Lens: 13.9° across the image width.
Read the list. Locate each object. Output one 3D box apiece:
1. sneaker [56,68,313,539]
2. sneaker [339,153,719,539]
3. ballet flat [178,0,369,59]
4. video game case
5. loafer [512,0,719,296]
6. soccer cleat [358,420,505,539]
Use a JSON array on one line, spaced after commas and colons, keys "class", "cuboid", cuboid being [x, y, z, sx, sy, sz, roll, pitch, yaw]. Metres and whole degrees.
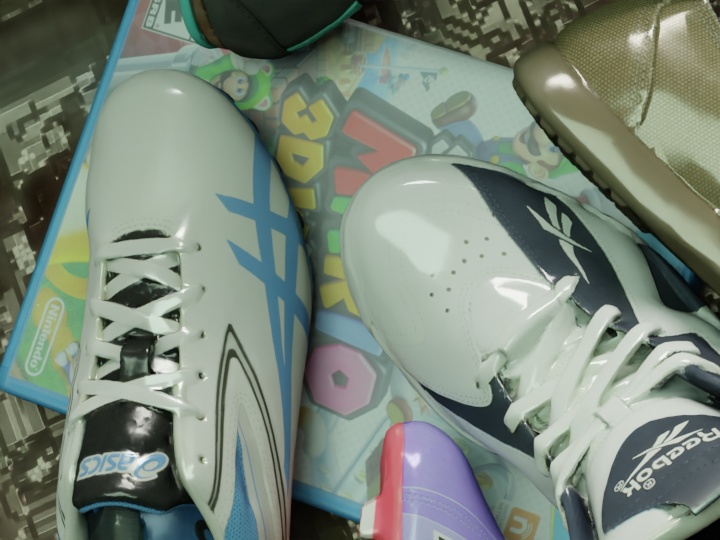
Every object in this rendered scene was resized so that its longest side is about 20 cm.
[{"class": "sneaker", "cuboid": [-0.055, 0.036, 0.859, 0.071, 0.072, 0.201, -6, 79, 18]}, {"class": "sneaker", "cuboid": [0.071, 0.039, 0.788, 0.079, 0.130, 0.199, -40, 84, 0]}, {"class": "ballet flat", "cuboid": [-0.034, -0.164, 0.878, 0.068, 0.068, 0.201, -12, 94, 20]}, {"class": "video game case", "cuboid": [0.000, 0.000, 0.893, 0.199, 0.018, 0.144, 19, 87, 19]}, {"class": "loafer", "cuboid": [0.130, -0.007, 0.814, 0.200, 0.076, 0.067, 43, 96, 6]}, {"class": "soccer cleat", "cuboid": [0.045, 0.140, 0.833, 0.076, 0.067, 0.201, -9, 86, 1]}]
